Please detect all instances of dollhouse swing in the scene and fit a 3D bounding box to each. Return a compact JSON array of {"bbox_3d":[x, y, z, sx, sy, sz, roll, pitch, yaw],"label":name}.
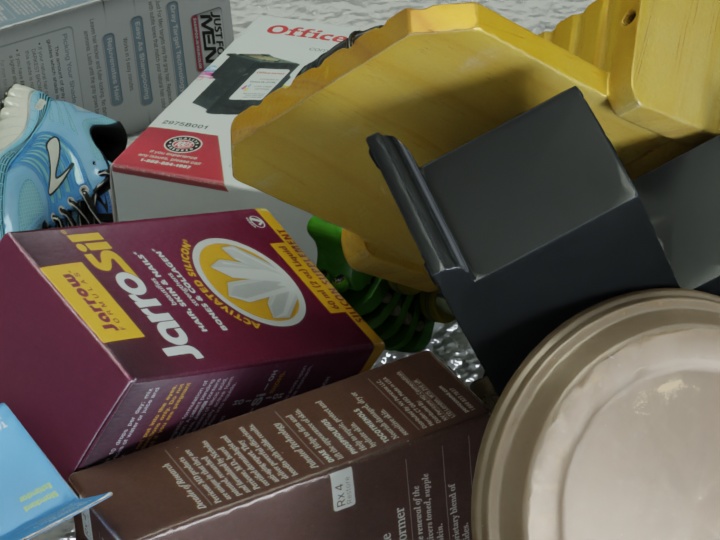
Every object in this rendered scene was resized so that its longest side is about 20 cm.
[{"bbox_3d":[0.052,-0.108,1.491,0.200,0.176,0.182,-29,36,38],"label":"dollhouse swing"}]

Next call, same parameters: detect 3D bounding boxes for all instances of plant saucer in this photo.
[{"bbox_3d":[0.144,0.108,1.357,0.200,0.201,0.029,-21,9,-23],"label":"plant saucer"}]

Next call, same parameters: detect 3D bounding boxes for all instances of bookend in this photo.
[{"bbox_3d":[0.134,-0.020,1.407,0.198,0.200,0.092,-28,51,3],"label":"bookend"}]

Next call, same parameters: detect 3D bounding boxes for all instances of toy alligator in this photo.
[{"bbox_3d":[0.000,0.000,1.603,0.059,0.200,0.054,15,75,36],"label":"toy alligator"}]

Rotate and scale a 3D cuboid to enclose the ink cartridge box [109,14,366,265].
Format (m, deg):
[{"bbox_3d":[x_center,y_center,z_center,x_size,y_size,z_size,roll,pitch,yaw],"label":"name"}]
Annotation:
[{"bbox_3d":[-0.037,-0.066,1.769,0.145,0.083,0.200,9,35,23],"label":"ink cartridge box"}]

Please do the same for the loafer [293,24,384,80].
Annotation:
[{"bbox_3d":[0.059,-0.067,1.680,0.200,0.072,0.073,29,45,-23],"label":"loafer"}]

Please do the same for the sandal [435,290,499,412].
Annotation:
[{"bbox_3d":[0.088,0.069,1.547,0.080,0.057,0.201,25,18,-38],"label":"sandal"}]

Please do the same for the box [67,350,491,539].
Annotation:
[{"bbox_3d":[-0.034,0.123,1.447,0.200,0.100,0.075,-18,34,-19],"label":"box"}]

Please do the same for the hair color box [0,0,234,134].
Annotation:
[{"bbox_3d":[-0.180,-0.135,1.885,0.200,0.099,0.061,-19,33,-21],"label":"hair color box"}]

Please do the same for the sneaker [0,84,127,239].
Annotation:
[{"bbox_3d":[-0.180,-0.043,1.762,0.090,0.079,0.200,7,38,0],"label":"sneaker"}]

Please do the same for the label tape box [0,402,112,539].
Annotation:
[{"bbox_3d":[-0.224,0.123,1.412,0.144,0.063,0.200,-27,0,-30],"label":"label tape box"}]

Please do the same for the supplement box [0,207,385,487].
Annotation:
[{"bbox_3d":[-0.099,0.039,1.507,0.200,0.086,0.110,-7,48,-52],"label":"supplement box"}]
